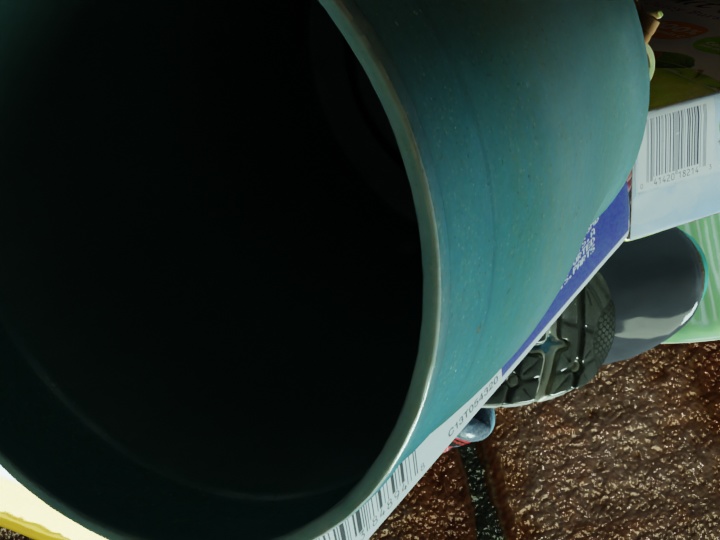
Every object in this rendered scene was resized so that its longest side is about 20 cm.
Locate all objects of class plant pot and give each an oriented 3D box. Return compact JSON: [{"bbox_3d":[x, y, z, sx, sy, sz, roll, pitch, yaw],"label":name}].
[{"bbox_3d":[-0.012,-0.041,0.809,0.200,0.201,0.188,-20,-175,39],"label":"plant pot"}]

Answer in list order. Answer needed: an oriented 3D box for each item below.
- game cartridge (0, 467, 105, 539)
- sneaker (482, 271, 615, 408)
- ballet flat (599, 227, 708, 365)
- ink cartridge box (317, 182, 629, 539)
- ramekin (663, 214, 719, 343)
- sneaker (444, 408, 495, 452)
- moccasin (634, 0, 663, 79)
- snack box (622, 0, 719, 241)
[{"bbox_3d":[-0.102,0.030,1.104,0.200,0.032,0.177,28,98,-47],"label":"game cartridge"},{"bbox_3d":[0.000,0.000,1.037,0.199,0.079,0.090,12,-177,6],"label":"sneaker"},{"bbox_3d":[0.055,0.010,1.170,0.073,0.073,0.199,-7,-176,-43],"label":"ballet flat"},{"bbox_3d":[-0.042,0.000,0.938,0.196,0.199,0.043,-48,149,-29],"label":"ink cartridge box"},{"bbox_3d":[0.167,-0.040,1.231,0.199,0.098,0.200,-11,-166,3],"label":"ramekin"},{"bbox_3d":[0.008,0.046,1.104,0.079,0.096,0.200,10,121,-46],"label":"sneaker"},{"bbox_3d":[0.072,-0.095,0.928,0.073,0.078,0.201,-12,178,-36],"label":"moccasin"},{"bbox_3d":[0.126,-0.071,1.061,0.199,0.053,0.142,-16,-156,-35],"label":"snack box"}]
